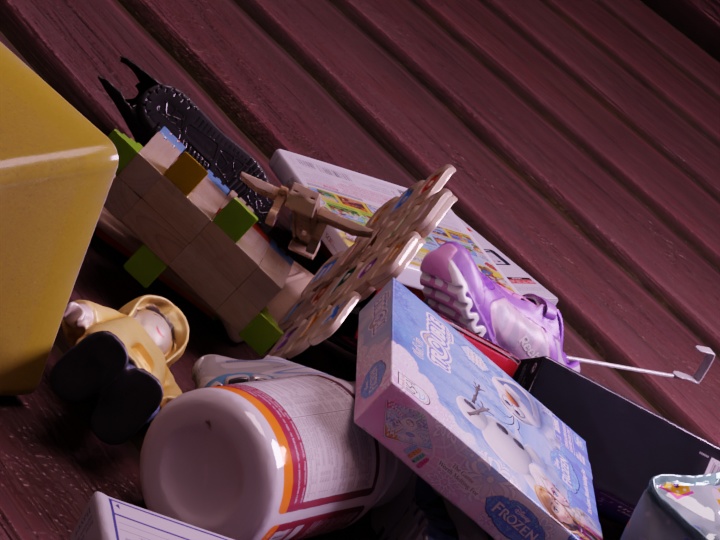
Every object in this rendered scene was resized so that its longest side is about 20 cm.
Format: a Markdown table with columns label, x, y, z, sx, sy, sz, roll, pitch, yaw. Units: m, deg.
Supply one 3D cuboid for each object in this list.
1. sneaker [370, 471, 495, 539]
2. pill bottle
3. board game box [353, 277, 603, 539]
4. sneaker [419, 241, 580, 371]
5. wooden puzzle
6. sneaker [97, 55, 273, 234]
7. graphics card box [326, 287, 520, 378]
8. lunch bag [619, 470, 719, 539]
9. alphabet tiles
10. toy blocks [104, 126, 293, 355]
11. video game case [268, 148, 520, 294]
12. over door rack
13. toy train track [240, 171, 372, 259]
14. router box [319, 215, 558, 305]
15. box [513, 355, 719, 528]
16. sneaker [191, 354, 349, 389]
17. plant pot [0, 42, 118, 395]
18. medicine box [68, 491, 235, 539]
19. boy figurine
| label | x | y | z | sx | sy | sz | roll | pitch | yaw |
| --- | --- | --- | --- | --- | --- | --- | --- | --- | --- |
| sneaker | 0.074 | 0.195 | 1.558 | 0.115 | 0.081 | 0.200 | 29 | 25 | -14 |
| pill bottle | -0.049 | 0.126 | 1.478 | 0.109 | 0.110 | 0.200 | 38 | 20 | 24 |
| board game box | 0.082 | 0.114 | 1.544 | 0.199 | 0.043 | 0.200 | 40 | 16 | -13 |
| sneaker | 0.123 | 0.044 | 1.849 | 0.201 | 0.088 | 0.080 | 58 | -10 | -32 |
| wooden puzzle | -0.139 | -0.017 | 1.840 | 0.200 | 0.037 | 0.185 | 40 | 21 | 14 |
| sneaker | -0.156 | -0.110 | 1.986 | 0.200 | 0.060 | 0.104 | 50 | -13 | -11 |
| graphics card box | 0.039 | 0.058 | 1.762 | 0.125 | 0.051 | 0.200 | 28 | -4 | -13 |
| lunch bag | 0.255 | 0.259 | 1.497 | 0.121 | 0.171 | 0.200 | -2 | 36 | -44 |
| alphabet tiles | 0.000 | 0.000 | 1.737 | 0.015 | 0.200 | 0.196 | 43 | 56 | -11 |
| toy blocks | -0.125 | -0.036 | 1.735 | 0.200 | 0.100 | 0.137 | 44 | 12 | -6 |
| video game case | 0.031 | -0.035 | 1.999 | 0.199 | 0.023 | 0.182 | 16 | 23 | -34 |
| over door rack | 0.244 | 0.130 | 1.948 | 0.199 | 0.067 | 0.148 | 0 | 29 | -18 |
| toy train track | -0.049 | -0.031 | 1.790 | 0.114 | 0.033 | 0.200 | 24 | -10 | 4 |
| router box | 0.066 | -0.005 | 2.084 | 0.179 | 0.049 | 0.199 | 41 | 21 | 29 |
| box | 0.193 | 0.146 | 1.751 | 0.199 | 0.079 | 0.141 | 28 | -8 | -11 |
| sneaker | -0.037 | 0.099 | 1.635 | 0.199 | 0.075 | 0.087 | 19 | 15 | -30 |
| plant pot | -0.307 | -0.039 | 1.417 | 0.200 | 0.201 | 0.176 | 41 | 32 | 29 |
| medicine box | -0.074 | 0.235 | 1.174 | 0.181 | 0.103 | 0.200 | 22 | 20 | -22 |
| boy figurine | -0.156 | 0.067 | 1.523 | 0.124 | 0.064 | 0.200 | 47 | 10 | -3 |
